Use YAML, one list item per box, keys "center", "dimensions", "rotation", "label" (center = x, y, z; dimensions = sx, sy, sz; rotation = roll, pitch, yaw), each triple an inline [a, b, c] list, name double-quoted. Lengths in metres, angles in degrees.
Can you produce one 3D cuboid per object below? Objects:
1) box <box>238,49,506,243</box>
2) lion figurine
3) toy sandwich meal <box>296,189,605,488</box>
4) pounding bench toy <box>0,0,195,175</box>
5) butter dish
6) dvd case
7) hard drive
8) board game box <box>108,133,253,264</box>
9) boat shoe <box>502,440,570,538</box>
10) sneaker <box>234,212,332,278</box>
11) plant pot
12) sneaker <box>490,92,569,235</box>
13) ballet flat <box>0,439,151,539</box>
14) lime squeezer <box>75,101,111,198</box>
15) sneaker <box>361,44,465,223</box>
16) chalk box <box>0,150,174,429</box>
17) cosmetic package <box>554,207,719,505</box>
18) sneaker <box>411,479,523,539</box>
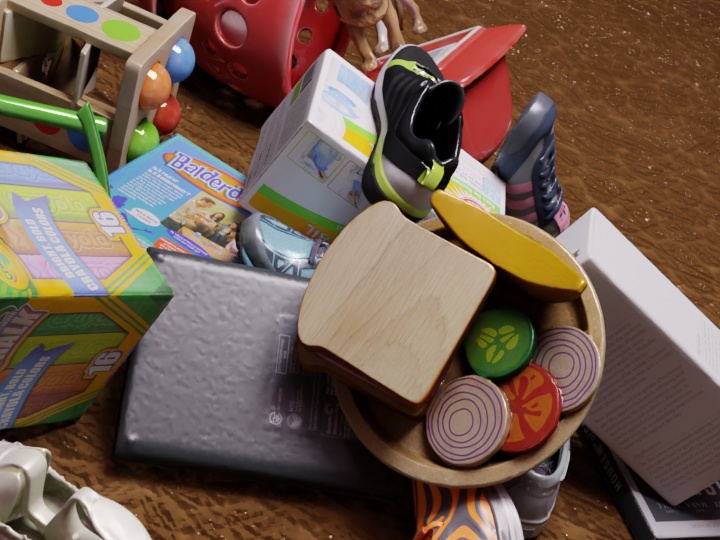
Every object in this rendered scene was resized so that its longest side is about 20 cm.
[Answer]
- center: [0.016, -0.063, 0.907]
  dimensions: [0.198, 0.101, 0.114]
  rotation: [33, 37, -19]
  label: "box"
- center: [0.013, -0.269, 1.070]
  dimensions: [0.071, 0.124, 0.200]
  rotation: [-19, 17, 10]
  label: "lion figurine"
- center: [0.058, 0.037, 0.710]
  dimensions: [0.201, 0.070, 0.209]
  rotation: [-6, 67, 14]
  label: "toy sandwich meal"
- center: [-0.237, -0.148, 0.915]
  dimensions: [0.154, 0.126, 0.201]
  rotation: [23, 35, 1]
  label: "pounding bench toy"
- center: [0.064, -0.129, 1.052]
  dimensions: [0.197, 0.150, 0.200]
  rotation: [-12, 20, 32]
  label: "butter dish"
- center: [0.249, 0.138, 0.897]
  dimensions: [0.148, 0.025, 0.202]
  rotation: [4, 39, -23]
  label: "dvd case"
- center: [-0.060, 0.071, 0.753]
  dimensions: [0.196, 0.033, 0.142]
  rotation: [12, 69, -16]
  label: "hard drive"
- center: [-0.145, -0.022, 0.871]
  dimensions: [0.151, 0.045, 0.200]
  rotation: [31, 37, 12]
  label: "board game box"
- center: [0.133, 0.106, 0.834]
  dimensions: [0.069, 0.072, 0.202]
  rotation: [20, 36, -3]
  label: "boat shoe"
- center: [0.000, 0.000, 0.842]
  dimensions: [0.198, 0.096, 0.080]
  rotation: [29, 34, -21]
  label: "sneaker"
- center: [-0.107, -0.278, 1.100]
  dimensions: [0.180, 0.203, 0.201]
  rotation: [21, 34, 14]
  label: "plant pot"
- center: [0.158, -0.077, 0.983]
  dimensions: [0.081, 0.201, 0.070]
  rotation: [33, 66, 13]
  label: "sneaker"
- center: [-0.173, 0.139, 0.632]
  dimensions: [0.198, 0.073, 0.072]
  rotation: [30, 36, 11]
  label: "ballet flat"
- center: [-0.143, -0.021, 0.782]
  dimensions: [0.200, 0.071, 0.038]
  rotation: [46, -3, -18]
  label: "lime squeezer"
- center: [0.055, -0.115, 0.836]
  dimensions: [0.071, 0.083, 0.202]
  rotation: [30, 40, -22]
  label: "sneaker"
- center: [-0.233, 0.012, 0.648]
  dimensions: [0.124, 0.125, 0.199]
  rotation: [51, 24, 20]
  label: "chalk box"
- center: [0.198, 0.065, 0.800]
  dimensions: [0.200, 0.101, 0.072]
  rotation: [42, 33, -12]
  label: "cosmetic package"
- center: [0.044, 0.190, 0.673]
  dimensions: [0.110, 0.078, 0.202]
  rotation: [5, 39, -24]
  label: "sneaker"
